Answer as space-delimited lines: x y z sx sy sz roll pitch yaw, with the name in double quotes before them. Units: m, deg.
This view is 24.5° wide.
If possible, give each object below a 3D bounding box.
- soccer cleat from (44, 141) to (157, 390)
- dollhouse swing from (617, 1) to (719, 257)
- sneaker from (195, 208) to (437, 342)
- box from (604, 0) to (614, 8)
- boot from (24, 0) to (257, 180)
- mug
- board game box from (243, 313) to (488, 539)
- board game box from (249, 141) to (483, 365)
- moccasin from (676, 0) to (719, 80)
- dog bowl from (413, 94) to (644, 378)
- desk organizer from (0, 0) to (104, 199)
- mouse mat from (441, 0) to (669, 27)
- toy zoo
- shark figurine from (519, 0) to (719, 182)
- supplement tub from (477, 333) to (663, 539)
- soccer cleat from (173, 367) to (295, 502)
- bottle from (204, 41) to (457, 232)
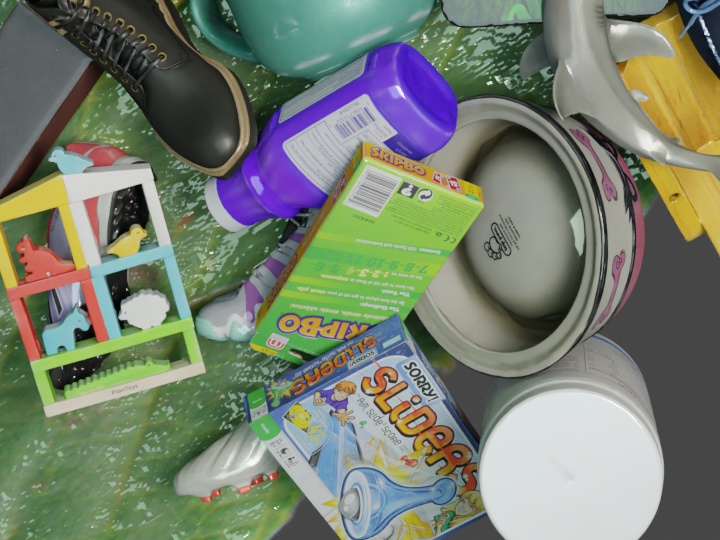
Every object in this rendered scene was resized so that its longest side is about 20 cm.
"soccer cleat" -0.221 -0.004 1.317 0.073 0.068 0.201 25 108 26
"dollhouse swing" 0.303 -0.091 1.161 0.199 0.176 0.182 -29 133 11
"sneaker" -0.047 -0.031 1.282 0.199 0.078 0.141 -17 97 0
"box" 0.122 -0.274 1.198 0.075 0.100 0.200 -36 95 12
"boot" -0.170 -0.152 1.193 0.078 0.138 0.200 -50 56 13
"mug" -0.026 -0.205 1.216 0.151 0.185 0.115 -27 98 -21
"board game box" 0.018 0.137 1.270 0.135 0.035 0.200 -29 127 9
"board game box" 0.000 0.000 1.201 0.095 0.030 0.200 20 126 -18
"moccasin" 0.237 -0.208 1.106 0.080 0.068 0.201 -23 96 7
"dog bowl" 0.117 -0.028 1.191 0.199 0.074 0.202 11 106 44
"desk organizer" -0.279 -0.108 1.290 0.072 0.077 0.200 37 103 0
"mouse mat" 0.130 -0.272 1.145 0.160 0.008 0.201 -3 100 7
"toy zoo" -0.205 0.002 1.264 0.130 0.020 0.201 -16 108 -5
"shark figurine" 0.171 -0.112 1.118 0.215 0.089 0.128 49 131 -1
"supplement tub" 0.152 0.124 1.217 0.131 0.200 0.133 1 101 7
"soccer cleat" -0.062 0.121 1.316 0.199 0.069 0.078 -24 88 6
"bottle" -0.027 -0.088 1.194 0.199 0.066 0.083 -28 126 33
